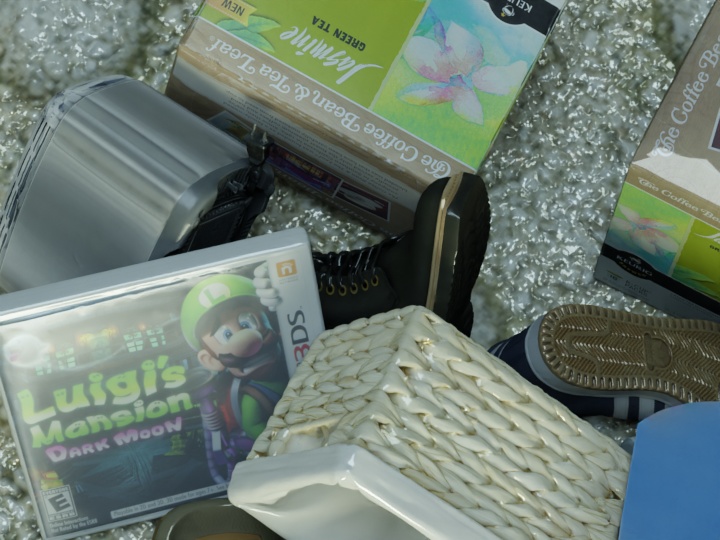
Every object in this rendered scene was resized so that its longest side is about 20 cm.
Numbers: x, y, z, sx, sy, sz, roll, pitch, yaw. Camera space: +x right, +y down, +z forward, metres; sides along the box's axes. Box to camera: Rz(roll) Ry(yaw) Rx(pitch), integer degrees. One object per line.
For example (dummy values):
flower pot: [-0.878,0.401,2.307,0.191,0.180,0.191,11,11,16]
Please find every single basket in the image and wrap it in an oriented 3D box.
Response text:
basket: [0.048,0.125,1.412,0.200,0.135,0.124,37,62,-23]

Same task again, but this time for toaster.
toaster: [-0.144,-0.032,1.490,0.129,0.200,0.114,35,31,17]

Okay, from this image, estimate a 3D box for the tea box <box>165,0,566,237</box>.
tea box: [0.007,-0.152,1.532,0.199,0.134,0.197,28,73,-2]

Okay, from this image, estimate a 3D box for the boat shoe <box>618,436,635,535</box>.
boat shoe: [0.220,0.194,1.470,0.091,0.071,0.201,-6,67,-18]

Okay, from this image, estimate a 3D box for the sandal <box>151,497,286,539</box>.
sandal: [-0.028,0.162,1.474,0.199,0.054,0.081,-5,76,-13]

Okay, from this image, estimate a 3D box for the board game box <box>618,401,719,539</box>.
board game box: [0.216,0.179,1.416,0.157,0.039,0.201,19,64,-13]

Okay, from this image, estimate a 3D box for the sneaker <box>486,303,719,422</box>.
sneaker: [0.168,0.074,1.515,0.199,0.108,0.070,15,64,-27]

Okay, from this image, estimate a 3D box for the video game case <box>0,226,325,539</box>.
video game case: [-0.115,0.073,1.459,0.199,0.182,0.023,-13,35,-5]

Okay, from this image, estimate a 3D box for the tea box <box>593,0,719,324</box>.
tea box: [0.254,-0.082,1.496,0.133,0.197,0.200,27,72,9]

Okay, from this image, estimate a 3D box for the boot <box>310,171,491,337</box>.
boot: [0.000,0.000,1.467,0.138,0.200,0.078,22,50,11]
